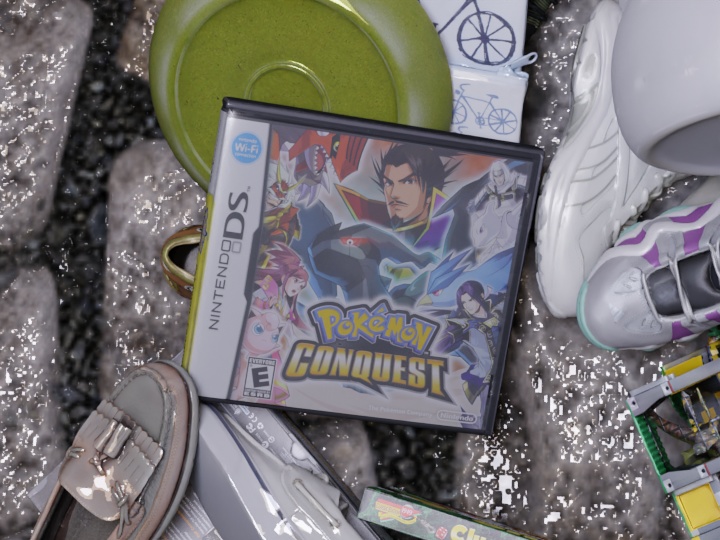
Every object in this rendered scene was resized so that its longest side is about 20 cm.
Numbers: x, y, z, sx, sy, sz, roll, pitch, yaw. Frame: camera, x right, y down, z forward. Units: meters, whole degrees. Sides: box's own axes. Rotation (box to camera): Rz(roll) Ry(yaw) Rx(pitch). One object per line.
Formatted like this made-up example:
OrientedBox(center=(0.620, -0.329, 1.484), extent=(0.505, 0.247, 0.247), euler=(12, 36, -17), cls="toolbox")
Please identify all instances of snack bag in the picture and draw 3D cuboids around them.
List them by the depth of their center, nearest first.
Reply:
OrientedBox(center=(0.015, -0.132, 1.106), extent=(0.187, 0.021, 0.201), euler=(9, 118, 10), cls="snack bag")

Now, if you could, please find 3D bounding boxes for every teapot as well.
OrientedBox(center=(0.226, -0.142, 0.966), extent=(0.198, 0.197, 0.147), euler=(-7, 79, 18), cls="teapot")

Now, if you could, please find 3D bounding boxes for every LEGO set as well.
OrientedBox(center=(0.248, 0.113, 1.025), extent=(0.115, 0.153, 0.201), euler=(-26, 73, 23), cls="LEGO set")

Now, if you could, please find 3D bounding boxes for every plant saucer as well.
OrientedBox(center=(-0.043, -0.107, 1.105), extent=(0.198, 0.031, 0.202), euler=(7, 118, 12), cls="plant saucer")

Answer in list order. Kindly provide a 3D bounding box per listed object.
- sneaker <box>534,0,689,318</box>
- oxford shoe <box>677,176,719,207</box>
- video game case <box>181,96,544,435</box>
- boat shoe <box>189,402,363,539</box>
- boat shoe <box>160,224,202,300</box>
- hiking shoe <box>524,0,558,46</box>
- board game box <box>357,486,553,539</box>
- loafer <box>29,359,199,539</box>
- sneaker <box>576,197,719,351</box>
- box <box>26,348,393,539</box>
OrientedBox(center=(0.165, -0.064, 1.097), extent=(0.099, 0.078, 0.202), euler=(14, 87, 7), cls="sneaker")
OrientedBox(center=(0.248, -0.051, 1.091), extent=(0.075, 0.058, 0.200), euler=(44, 91, 12), cls="oxford shoe")
OrientedBox(center=(0.000, 0.000, 1.079), extent=(0.198, 0.026, 0.182), euler=(8, 99, -11), cls="video game case")
OrientedBox(center=(-0.036, 0.152, 1.063), extent=(0.065, 0.072, 0.200), euler=(-28, 62, -28), cls="boat shoe")
OrientedBox(center=(-0.030, 0.012, 1.123), extent=(0.198, 0.068, 0.073), euler=(6, 85, 10), cls="boat shoe")
OrientedBox(center=(0.110, -0.191, 1.127), extent=(0.198, 0.076, 0.102), euler=(-8, 91, 17), cls="hiking shoe")
OrientedBox(center=(0.101, 0.169, 1.068), extent=(0.198, 0.105, 0.024), euler=(17, 88, 10), cls="board game box")
OrientedBox(center=(-0.159, 0.146, 1.063), extent=(0.072, 0.063, 0.201), euler=(37, 111, 32), cls="loafer")
OrientedBox(center=(0.217, -0.007, 0.994), extent=(0.199, 0.140, 0.078), euler=(-27, 94, 3), cls="sneaker")
OrientedBox(center=(-0.089, 0.165, 1.127), extent=(0.158, 0.048, 0.200), euler=(-43, 79, 3), cls="box")
